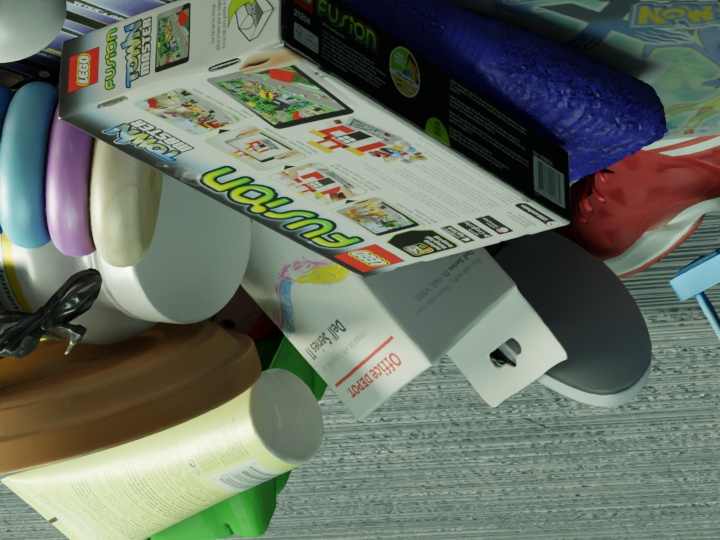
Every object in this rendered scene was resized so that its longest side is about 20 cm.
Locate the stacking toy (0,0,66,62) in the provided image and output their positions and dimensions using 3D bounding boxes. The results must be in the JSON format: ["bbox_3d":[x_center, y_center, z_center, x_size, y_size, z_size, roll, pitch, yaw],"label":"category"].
[{"bbox_3d":[-0.198,-0.126,0.897,0.200,0.146,0.146,16,157,-28],"label":"stacking toy"}]

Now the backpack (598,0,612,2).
[{"bbox_3d":[0.150,-0.180,0.729,0.200,0.147,0.183,-1,160,19],"label":"backpack"}]

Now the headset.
[{"bbox_3d":[-0.204,0.002,1.148,0.200,0.094,0.124,25,144,51],"label":"headset"}]

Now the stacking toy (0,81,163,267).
[{"bbox_3d":[-0.192,-0.050,1.082,0.200,0.085,0.085,5,161,4],"label":"stacking toy"}]

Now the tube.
[{"bbox_3d":[-0.104,0.104,1.264,0.200,0.058,0.052,-28,167,41],"label":"tube"}]

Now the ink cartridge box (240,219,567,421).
[{"bbox_3d":[0.000,0.000,1.210,0.200,0.067,0.117,48,155,2],"label":"ink cartridge box"}]

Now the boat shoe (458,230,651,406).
[{"bbox_3d":[0.073,0.015,1.279,0.199,0.074,0.068,33,155,26],"label":"boat shoe"}]

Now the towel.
[{"bbox_3d":[0.012,-0.071,1.023,0.200,0.050,0.148,17,160,-34],"label":"towel"}]

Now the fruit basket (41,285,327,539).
[{"bbox_3d":[-0.112,0.029,1.366,0.155,0.216,0.216,-6,160,20],"label":"fruit basket"}]

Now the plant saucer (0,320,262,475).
[{"bbox_3d":[-0.149,0.060,1.191,0.200,0.032,0.200,-14,-171,2],"label":"plant saucer"}]

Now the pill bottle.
[{"bbox_3d":[-0.153,-0.020,1.210,0.200,0.111,0.111,5,168,41],"label":"pill bottle"}]

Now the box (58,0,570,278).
[{"bbox_3d":[-0.013,-0.054,0.965,0.110,0.035,0.200,-14,154,33],"label":"box"}]

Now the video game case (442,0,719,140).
[{"bbox_3d":[0.149,-0.099,1.027,0.200,0.022,0.182,-5,160,20],"label":"video game case"}]

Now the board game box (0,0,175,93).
[{"bbox_3d":[-0.137,-0.126,1.050,0.200,0.057,0.165,-16,156,42],"label":"board game box"}]

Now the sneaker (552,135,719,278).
[{"bbox_3d":[0.131,-0.064,1.224,0.115,0.078,0.200,28,146,-26],"label":"sneaker"}]

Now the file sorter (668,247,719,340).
[{"bbox_3d":[0.281,-0.005,1.148,0.200,0.123,0.139,-32,178,42],"label":"file sorter"}]
